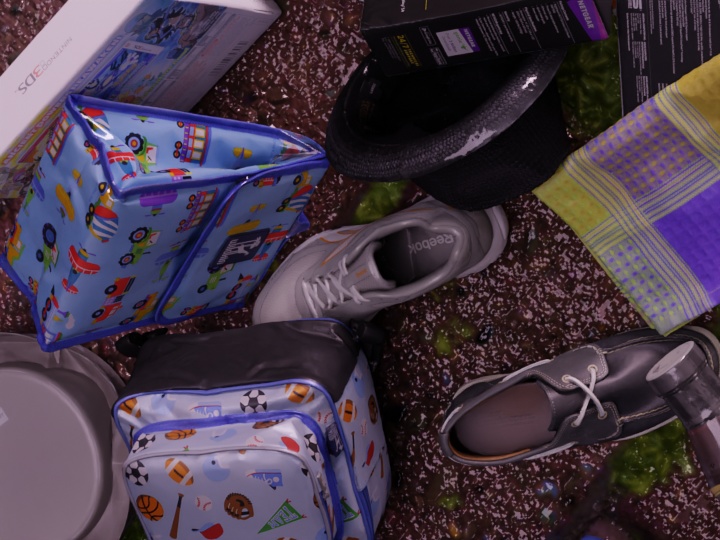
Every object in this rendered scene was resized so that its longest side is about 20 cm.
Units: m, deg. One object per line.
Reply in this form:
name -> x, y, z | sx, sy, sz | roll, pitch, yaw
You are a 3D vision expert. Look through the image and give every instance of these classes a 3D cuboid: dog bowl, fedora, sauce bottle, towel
dog bowl -> -0.248, 0.139, 1.514 | 0.198, 0.059, 0.202 | 3, 99, 20
fedora -> 0.073, -0.100, 1.312 | 0.200, 0.201, 0.092 | -28, 122, 23
sauce bottle -> 0.259, 0.136, 1.302 | 0.066, 0.066, 0.200 | -40, 93, 22
towel -> 0.220, -0.050, 1.261 | 0.199, 0.023, 0.144 | -31, 106, 35

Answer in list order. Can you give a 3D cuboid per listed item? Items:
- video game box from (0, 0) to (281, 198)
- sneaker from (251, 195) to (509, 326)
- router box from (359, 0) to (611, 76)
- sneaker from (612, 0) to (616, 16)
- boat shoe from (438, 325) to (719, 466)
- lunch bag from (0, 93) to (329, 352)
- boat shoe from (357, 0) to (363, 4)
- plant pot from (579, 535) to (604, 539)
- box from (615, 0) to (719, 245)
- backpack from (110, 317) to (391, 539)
video game box -> -0.171, -0.128, 1.373 | 0.200, 0.182, 0.047 | -44, 77, 21
sneaker -> 0.000, 0.000, 1.378 | 0.199, 0.092, 0.076 | -28, 89, 23
router box -> 0.085, -0.224, 1.268 | 0.148, 0.051, 0.201 | -7, 55, 22
sneaker -> 0.235, -0.224, 1.262 | 0.199, 0.073, 0.078 | -23, 89, 22
boat shoe -> 0.148, 0.088, 1.351 | 0.199, 0.068, 0.072 | -17, 92, 19
lunch bag -> -0.122, -0.033, 1.371 | 0.094, 0.199, 0.151 | 58, 134, 32
boat shoe -> -0.036, -0.235, 1.370 | 0.199, 0.063, 0.072 | 33, 111, 14
plant pot -> 0.177, 0.320, 1.317 | 0.199, 0.180, 0.201 | 25, 106, 15
box -> 0.244, -0.108, 1.255 | 0.159, 0.044, 0.201 | 4, 122, 21
backpack -> -0.066, 0.140, 1.387 | 0.198, 0.155, 0.191 | -3, 131, 23
